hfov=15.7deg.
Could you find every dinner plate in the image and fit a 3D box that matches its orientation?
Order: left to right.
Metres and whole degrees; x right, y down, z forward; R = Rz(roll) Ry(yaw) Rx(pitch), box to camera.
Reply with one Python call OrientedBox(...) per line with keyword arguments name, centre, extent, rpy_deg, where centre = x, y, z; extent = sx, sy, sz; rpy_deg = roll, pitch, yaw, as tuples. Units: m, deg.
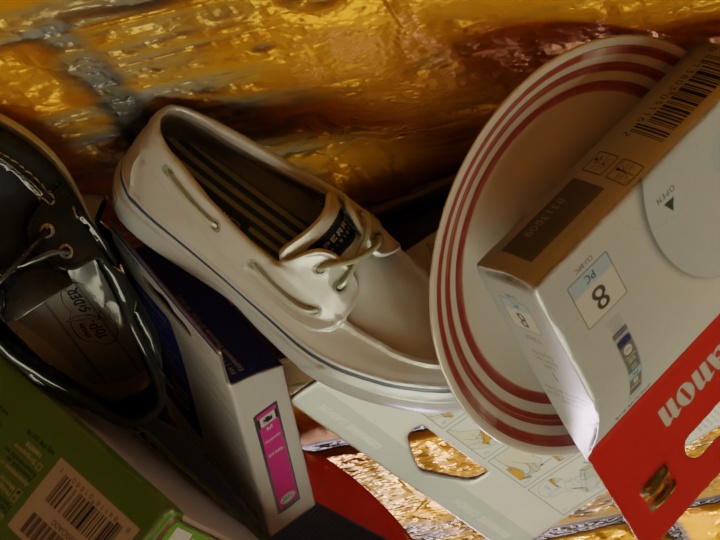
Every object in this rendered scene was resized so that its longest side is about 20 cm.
OrientedBox(name="dinner plate", centre=(0.105, -0.012, 1.206), extent=(0.200, 0.200, 0.024), rpy_deg=(11, -173, -41))

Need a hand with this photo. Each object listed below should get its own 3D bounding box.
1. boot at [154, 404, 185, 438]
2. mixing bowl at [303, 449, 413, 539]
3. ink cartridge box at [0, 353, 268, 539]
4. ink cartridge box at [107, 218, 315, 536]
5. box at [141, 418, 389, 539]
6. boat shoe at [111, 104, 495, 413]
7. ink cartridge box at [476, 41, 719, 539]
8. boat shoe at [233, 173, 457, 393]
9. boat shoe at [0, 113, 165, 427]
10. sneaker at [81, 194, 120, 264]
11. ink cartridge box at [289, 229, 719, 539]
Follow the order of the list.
OrientedBox(name="boot", centre=(-0.166, 0.110, 1.525), extent=(0.158, 0.080, 0.211), rpy_deg=(-6, 159, -6))
OrientedBox(name="mixing bowl", centre=(-0.064, 0.180, 1.652), extent=(0.200, 0.108, 0.200), rpy_deg=(-22, -165, 6))
OrientedBox(name="ink cartridge box", centre=(-0.121, 0.124, 1.285), extent=(0.076, 0.148, 0.200), rpy_deg=(-51, 153, -1))
OrientedBox(name="ink cartridge box", centre=(-0.072, 0.050, 1.286), extent=(0.037, 0.095, 0.200), rpy_deg=(-35, 152, -12))
OrientedBox(name="box", centre=(-0.087, 0.158, 1.365), extent=(0.200, 0.158, 0.051), rpy_deg=(28, 120, 10))
OrientedBox(name="boat shoe", centre=(-0.023, -0.004, 1.191), extent=(0.200, 0.074, 0.067), rpy_deg=(28, 145, -1))
OrientedBox(name="ink cartridge box", centre=(0.157, 0.019, 1.212), extent=(0.047, 0.160, 0.200), rpy_deg=(21, 150, 50))
OrientedBox(name="boat shoe", centre=(0.000, 0.000, 1.328), extent=(0.200, 0.071, 0.065), rpy_deg=(-29, 148, 22))
OrientedBox(name="boat shoe", centre=(-0.148, 0.004, 1.185), extent=(0.074, 0.066, 0.199), rpy_deg=(-30, 130, -2))
OrientedBox(name="sneaker", centre=(-0.153, 0.019, 1.308), extent=(0.080, 0.074, 0.200), rpy_deg=(-9, 160, -4))
OrientedBox(name="ink cartridge box", centre=(0.086, 0.048, 1.314), extent=(0.173, 0.044, 0.200), rpy_deg=(-34, 134, 21))
